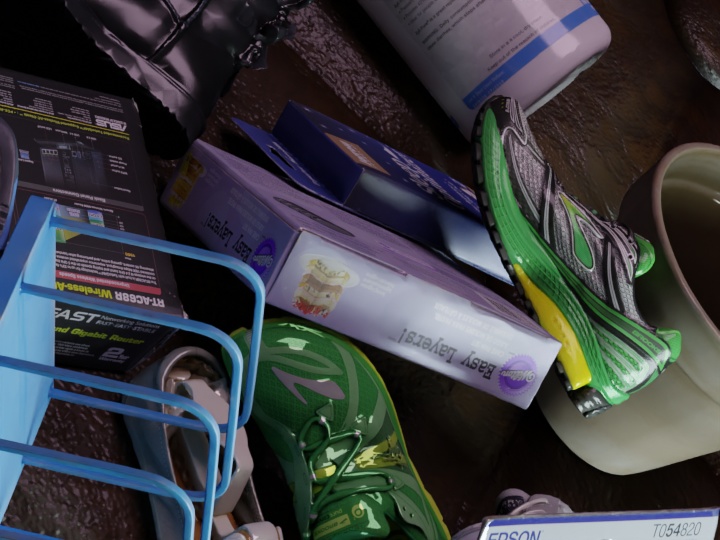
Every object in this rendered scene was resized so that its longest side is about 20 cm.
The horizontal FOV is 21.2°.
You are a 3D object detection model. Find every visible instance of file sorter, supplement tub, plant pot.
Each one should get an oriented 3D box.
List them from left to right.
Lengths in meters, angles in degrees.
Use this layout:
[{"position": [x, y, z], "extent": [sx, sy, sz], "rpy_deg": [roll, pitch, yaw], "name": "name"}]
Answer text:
[{"position": [-0.127, 0.092, 0.892], "extent": [0.122, 0.139, 0.200], "rpy_deg": [12, 45, 3], "name": "file sorter"}, {"position": [0.073, -0.203, 1.383], "extent": [0.200, 0.132, 0.132], "rpy_deg": [53, 38, 2], "name": "supplement tub"}, {"position": [0.209, 0.044, 1.274], "extent": [0.200, 0.173, 0.200], "rpy_deg": [26, 44, -28], "name": "plant pot"}]

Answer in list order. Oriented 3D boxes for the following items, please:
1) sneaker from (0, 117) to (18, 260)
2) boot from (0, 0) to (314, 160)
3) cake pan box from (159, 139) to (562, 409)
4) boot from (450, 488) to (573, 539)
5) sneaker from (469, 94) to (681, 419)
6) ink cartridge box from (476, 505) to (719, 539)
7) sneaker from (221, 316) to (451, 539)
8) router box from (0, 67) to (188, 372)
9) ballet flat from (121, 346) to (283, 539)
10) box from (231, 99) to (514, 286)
[{"position": [-0.208, 0.022, 0.913], "extent": [0.066, 0.078, 0.201], "rpy_deg": [12, 78, -1], "name": "sneaker"}, {"position": [-0.130, -0.177, 1.151], "extent": [0.198, 0.073, 0.163], "rpy_deg": [41, 55, -13], "name": "boot"}, {"position": [0.000, 0.000, 1.130], "extent": [0.200, 0.052, 0.184], "rpy_deg": [23, 10, -31], "name": "cake pan box"}, {"position": [0.090, 0.168, 1.112], "extent": [0.200, 0.073, 0.096], "rpy_deg": [46, 19, -50], "name": "boot"}, {"position": [0.126, -0.017, 1.163], "extent": [0.200, 0.085, 0.078], "rpy_deg": [64, 2, 3], "name": "sneaker"}, {"position": [0.099, 0.217, 1.028], "extent": [0.199, 0.201, 0.041], "rpy_deg": [6, 11, -42], "name": "ink cartridge box"}, {"position": [-0.006, 0.111, 1.045], "extent": [0.200, 0.074, 0.084], "rpy_deg": [58, 14, -14], "name": "sneaker"}, {"position": [-0.201, -0.034, 1.025], "extent": [0.200, 0.062, 0.150], "rpy_deg": [11, 51, -39], "name": "router box"}, {"position": [-0.074, 0.132, 1.010], "extent": [0.067, 0.064, 0.200], "rpy_deg": [2, 58, -44], "name": "ballet flat"}, {"position": [0.022, -0.052, 1.234], "extent": [0.200, 0.032, 0.121], "rpy_deg": [22, 14, -34], "name": "box"}]
